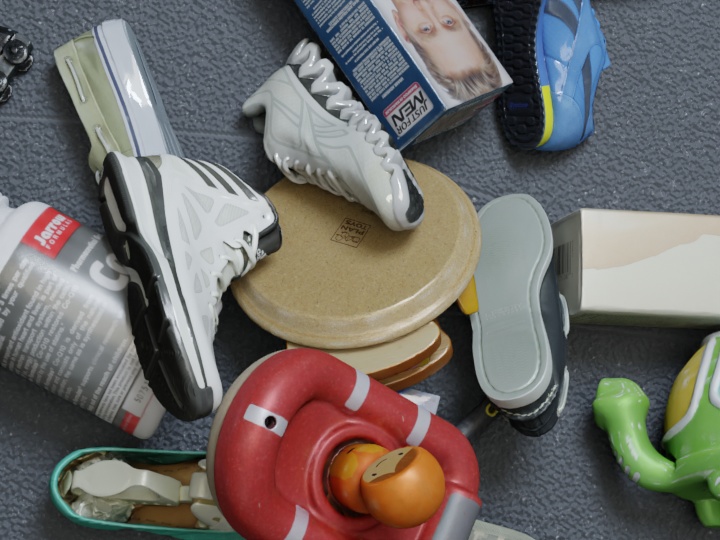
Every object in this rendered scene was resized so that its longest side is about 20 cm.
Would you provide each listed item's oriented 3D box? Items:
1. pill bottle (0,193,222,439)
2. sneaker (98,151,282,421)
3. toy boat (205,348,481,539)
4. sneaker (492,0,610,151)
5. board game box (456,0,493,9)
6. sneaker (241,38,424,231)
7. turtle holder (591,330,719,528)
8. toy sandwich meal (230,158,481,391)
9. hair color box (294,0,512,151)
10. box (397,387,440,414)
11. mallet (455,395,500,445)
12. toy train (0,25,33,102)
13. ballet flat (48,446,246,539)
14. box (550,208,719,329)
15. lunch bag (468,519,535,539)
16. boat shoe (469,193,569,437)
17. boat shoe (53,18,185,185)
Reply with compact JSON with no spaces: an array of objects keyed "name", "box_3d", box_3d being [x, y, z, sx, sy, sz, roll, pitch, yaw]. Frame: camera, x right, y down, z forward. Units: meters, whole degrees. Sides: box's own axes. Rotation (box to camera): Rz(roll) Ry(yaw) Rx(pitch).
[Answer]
[{"name":"pill bottle","box_3d":[-0.208,0.023,0.943,0.200,0.114,0.114,29,79,-5]},{"name":"sneaker","box_3d":[-0.094,0.001,0.888,0.115,0.076,0.201,-5,58,-26]},{"name":"toy boat","box_3d":[0.004,0.131,0.852,0.200,0.131,0.131,31,72,-24]},{"name":"sneaker","box_3d":[0.150,-0.191,1.035,0.078,0.066,0.200,-12,108,-30]},{"name":"board game box","box_3d":[0.135,-0.283,1.076,0.200,0.035,0.136,-9,84,-10]},{"name":"sneaker","box_3d":[-0.020,-0.085,0.975,0.081,0.075,0.200,-34,46,-2]},{"name":"turtle holder","box_3d":[0.281,0.117,1.012,0.185,0.141,0.132,-14,65,28]},{"name":"toy sandwich meal","box_3d":[0.000,0.000,0.983,0.205,0.070,0.205,-6,48,6]},{"name":"hair color box","box_3d":[0.016,-0.194,1.003,0.100,0.061,0.200,-28,83,-49]},{"name":"box","box_3d":[-0.024,0.174,0.986,0.122,0.048,0.200,16,80,-8]},{"name":"mallet","box_3d":[0.041,0.164,0.961,0.200,0.041,0.066,-36,92,-18]},{"name":"toy train","box_3d":[-0.307,-0.094,0.983,0.046,0.034,0.200,31,79,0]},{"name":"ballet flat","box_3d":[-0.123,0.154,0.931,0.200,0.070,0.067,0,76,11]},{"name":"box","box_3d":[0.248,0.002,1.029,0.200,0.095,0.078,3,82,-10]},{"name":"lunch bag","box_3d":[0.112,0.276,0.957,0.200,0.118,0.164,22,77,-9]},{"name":"boat shoe","box_3d":[0.114,0.030,0.998,0.076,0.060,0.200,-10,47,21]},{"name":"boat shoe","box_3d":[-0.167,-0.085,0.995,0.062,0.072,0.200,-21,78,5]}]
